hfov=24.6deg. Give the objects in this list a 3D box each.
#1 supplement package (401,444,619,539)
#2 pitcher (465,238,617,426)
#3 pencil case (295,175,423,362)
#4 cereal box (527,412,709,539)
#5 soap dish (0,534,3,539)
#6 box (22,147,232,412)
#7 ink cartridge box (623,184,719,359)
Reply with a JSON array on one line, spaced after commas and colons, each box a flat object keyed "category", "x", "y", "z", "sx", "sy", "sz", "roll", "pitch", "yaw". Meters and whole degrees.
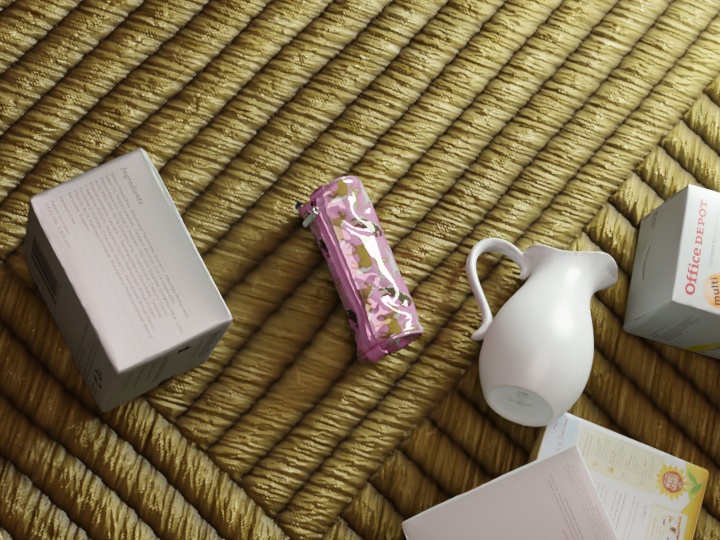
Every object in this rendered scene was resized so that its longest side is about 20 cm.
[{"category": "supplement package", "x": 0.158, "y": 0.275, "z": 1.716, "sx": 0.199, "sy": 0.121, "sz": 0.121, "roll": -25, "pitch": 81, "yaw": 2}, {"category": "pitcher", "x": 0.180, "y": 0.060, "z": 1.826, "sx": 0.170, "sy": 0.122, "sz": 0.201, "roll": 15, "pitch": 58, "yaw": 12}, {"category": "pencil case", "x": 0.000, "y": 0.000, "z": 1.807, "sx": 0.086, "sy": 0.083, "sz": 0.201, "roll": -21, "pitch": 81, "yaw": -19}, {"category": "cereal box", "x": 0.275, "y": 0.254, "z": 1.826, "sx": 0.198, "sy": 0.040, "sz": 0.145, "roll": 23, "pitch": 70, "yaw": -5}, {"category": "soap dish", "x": -0.472, "y": 0.245, "z": 1.609, "sx": 0.199, "sy": 0.081, "sz": 0.158, "roll": -25, "pitch": 82, "yaw": -28}, {"category": "box", "x": -0.242, "y": 0.014, "z": 1.680, "sx": 0.130, "sy": 0.199, "sz": 0.201, "roll": -26, "pitch": 82, "yaw": -19}, {"category": "ink cartridge box", "x": 0.422, "y": 0.012, "z": 1.875, "sx": 0.198, "sy": 0.145, "sz": 0.147, "roll": 15, "pitch": 72, "yaw": -9}]
